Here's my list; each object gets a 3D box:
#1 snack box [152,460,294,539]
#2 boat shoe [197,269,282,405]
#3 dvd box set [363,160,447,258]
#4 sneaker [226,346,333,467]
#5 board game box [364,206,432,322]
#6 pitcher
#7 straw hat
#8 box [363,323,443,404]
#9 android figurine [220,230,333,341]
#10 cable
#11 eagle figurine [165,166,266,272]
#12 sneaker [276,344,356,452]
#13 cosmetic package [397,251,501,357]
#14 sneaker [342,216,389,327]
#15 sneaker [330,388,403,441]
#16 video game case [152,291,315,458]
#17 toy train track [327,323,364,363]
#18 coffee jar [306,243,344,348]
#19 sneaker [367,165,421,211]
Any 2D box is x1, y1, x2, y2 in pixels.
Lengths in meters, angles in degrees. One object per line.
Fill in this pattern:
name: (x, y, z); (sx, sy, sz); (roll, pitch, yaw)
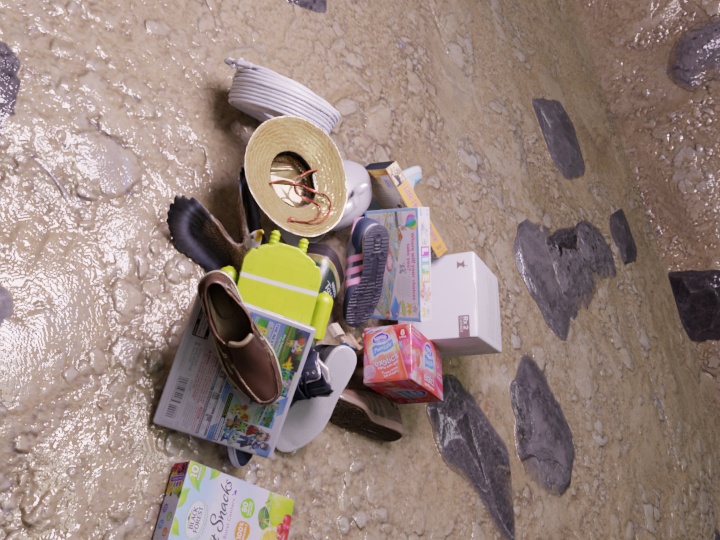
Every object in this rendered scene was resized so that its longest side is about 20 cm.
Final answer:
snack box: (-0.194, 0.376, 0.973); (0.199, 0.052, 0.145); (34, 51, -34)
boat shoe: (-0.168, 0.099, 0.930); (0.074, 0.075, 0.205); (-30, 100, -8)
dvd box set: (0.083, -0.120, 1.326); (0.029, 0.146, 0.202); (-36, 106, -12)
sneaker: (-0.121, 0.205, 1.046); (0.077, 0.143, 0.205); (65, 31, -52)
board game box: (0.068, -0.011, 1.251); (0.034, 0.133, 0.205); (-4, 93, -45)
pitcher: (-0.040, -0.131, 1.258); (0.200, 0.169, 0.123); (-45, 117, -46)
straw hat: (-0.121, -0.146, 1.138); (0.198, 0.085, 0.206); (7, 76, -30)
box: (0.082, 0.176, 1.250); (0.200, 0.093, 0.105); (44, 42, -59)
android figurine: (-0.129, 0.045, 1.014); (0.178, 0.041, 0.204); (13, 90, -13)
cable: (-0.136, -0.292, 1.206); (0.070, 0.197, 0.200); (-67, 163, 1)
eagle figurine: (-0.194, -0.043, 1.086); (0.202, 0.150, 0.151); (54, 17, 7)
sneaker: (-0.085, 0.210, 1.152); (0.070, 0.099, 0.202); (37, 81, -19)
cosmetic package: (0.182, 0.077, 1.372); (0.200, 0.162, 0.168); (34, 53, -60)
sneaker: (0.000, 0.000, 1.245); (0.069, 0.082, 0.204); (2, 112, -33)
sneaker: (0.003, 0.249, 1.245); (0.199, 0.070, 0.077); (39, 32, -38)
video game case: (-0.180, 0.150, 0.981); (0.179, 0.022, 0.204); (20, 89, -13)
toy train track: (-0.008, 0.126, 1.225); (0.115, 0.032, 0.200); (56, 5, 25)
coffee jar: (-0.095, 0.051, 1.178); (0.105, 0.084, 0.202); (74, 29, -45)
sneaker: (0.086, -0.140, 1.475); (0.199, 0.079, 0.132); (-34, 98, -39)
